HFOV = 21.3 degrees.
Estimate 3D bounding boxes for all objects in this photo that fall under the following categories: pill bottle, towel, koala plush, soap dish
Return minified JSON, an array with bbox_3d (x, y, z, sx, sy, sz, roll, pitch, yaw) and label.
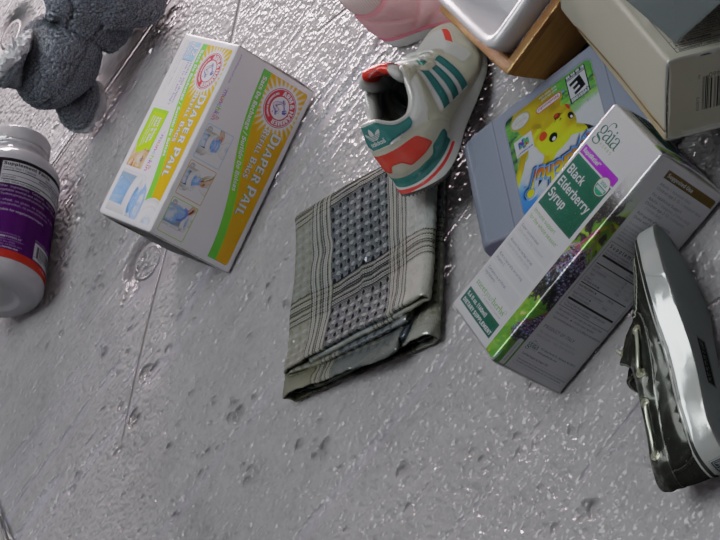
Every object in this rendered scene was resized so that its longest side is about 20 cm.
[{"bbox_3d":[-0.394,-0.057,2.118,0.112,0.112,0.201,-26,49,39],"label":"pill bottle"},{"bbox_3d":[0.000,0.000,1.667,0.192,0.034,0.201,-25,50,39],"label":"towel"},{"bbox_3d":[-0.323,-0.265,2.127,0.183,0.177,0.201,19,78,44],"label":"koala plush"},{"bbox_3d":[0.163,-0.262,1.590,0.200,0.081,0.157,-53,31,11],"label":"soap dish"}]

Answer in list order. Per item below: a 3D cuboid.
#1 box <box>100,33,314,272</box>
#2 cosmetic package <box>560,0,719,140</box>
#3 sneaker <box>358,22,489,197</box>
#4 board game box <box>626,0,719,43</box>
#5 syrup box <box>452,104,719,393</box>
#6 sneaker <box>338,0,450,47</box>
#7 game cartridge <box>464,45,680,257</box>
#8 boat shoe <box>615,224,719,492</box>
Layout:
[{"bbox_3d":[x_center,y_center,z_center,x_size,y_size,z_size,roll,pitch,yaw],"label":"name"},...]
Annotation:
[{"bbox_3d":[-0.149,-0.116,1.868,0.112,0.101,0.201,19,82,54],"label":"box"},{"bbox_3d":[0.232,-0.189,1.438,0.103,0.073,0.200,-14,39,-10],"label":"cosmetic package"},{"bbox_3d":[0.049,-0.160,1.636,0.070,0.093,0.201,-19,38,36],"label":"sneaker"},{"bbox_3d":[0.267,-0.274,1.362,0.147,0.064,0.200,-42,16,40],"label":"board game box"},{"bbox_3d":[0.169,-0.015,1.431,0.200,0.081,0.079,-52,38,15],"label":"syrup box"},{"bbox_3d":[0.060,-0.268,1.713,0.200,0.104,0.076,-19,51,42],"label":"sneaker"},{"bbox_3d":[0.167,-0.099,1.529,0.200,0.040,0.134,-37,46,30],"label":"game cartridge"},{"bbox_3d":[0.209,0.058,1.336,0.063,0.071,0.201,-27,49,25],"label":"boat shoe"}]
